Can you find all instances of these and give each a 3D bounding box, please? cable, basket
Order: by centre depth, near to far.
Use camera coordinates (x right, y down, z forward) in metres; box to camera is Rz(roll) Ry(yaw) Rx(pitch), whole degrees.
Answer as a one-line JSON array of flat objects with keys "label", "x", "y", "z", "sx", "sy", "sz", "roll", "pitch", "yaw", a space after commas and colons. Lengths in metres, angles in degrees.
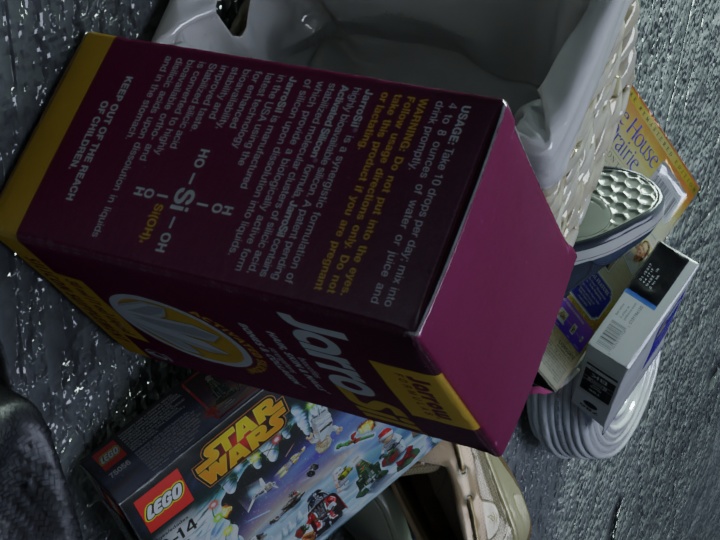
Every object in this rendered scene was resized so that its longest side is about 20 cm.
[{"label": "basket", "x": 0.024, "y": -0.095, "z": 0.682, "sx": 0.136, "sy": 0.200, "sz": 0.123, "roll": -66, "pitch": 157, "yaw": -22}, {"label": "cable", "x": 0.206, "y": 0.069, "z": 1.268, "sx": 0.200, "sy": 0.069, "sz": 0.201, "roll": -25, "pitch": 124, "yaw": -58}]

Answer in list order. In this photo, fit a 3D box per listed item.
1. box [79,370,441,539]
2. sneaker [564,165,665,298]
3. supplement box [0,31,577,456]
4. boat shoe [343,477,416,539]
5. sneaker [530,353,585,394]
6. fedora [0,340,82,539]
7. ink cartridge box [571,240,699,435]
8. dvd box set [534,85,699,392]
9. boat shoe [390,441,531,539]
[{"label": "box", "x": -0.033, "y": 0.084, "z": 0.742, "sx": 0.200, "sy": 0.040, "sz": 0.137, "roll": -38, "pitch": 139, "yaw": -19}, {"label": "sneaker", "x": 0.108, "y": 0.020, "z": 0.956, "sx": 0.202, "sy": 0.077, "sz": 0.146, "roll": -23, "pitch": 136, "yaw": -4}, {"label": "supplement box", "x": -0.028, "y": -0.012, "z": 0.606, "sx": 0.103, "sy": 0.200, "sz": 0.131, "roll": -67, "pitch": 152, "yaw": -19}, {"label": "boat shoe", "x": 0.032, "y": 0.183, "z": 0.970, "sx": 0.062, "sy": 0.075, "sz": 0.200, "roll": -45, "pitch": 132, "yaw": -30}, {"label": "sneaker", "x": 0.153, "y": -0.004, "z": 1.129, "sx": 0.087, "sy": 0.074, "sz": 0.200, "roll": 45, "pitch": 63, "yaw": -53}, {"label": "fedora", "x": -0.157, "y": 0.104, "z": 0.520, "sx": 0.201, "sy": 0.091, "sz": 0.201, "roll": -39, "pitch": 136, "yaw": -52}, {"label": "ink cartridge box", "x": 0.207, "y": 0.057, "z": 1.119, "sx": 0.100, "sy": 0.039, "sz": 0.200, "roll": -53, "pitch": 164, "yaw": -15}, {"label": "dvd box set", "x": 0.155, "y": -0.032, "z": 1.054, "sx": 0.200, "sy": 0.029, "sz": 0.146, "roll": -53, "pitch": 127, "yaw": -13}, {"label": "boat shoe", "x": 0.036, "y": 0.098, "z": 0.867, "sx": 0.064, "sy": 0.071, "sz": 0.200, "roll": -36, "pitch": 101, "yaw": -44}]
